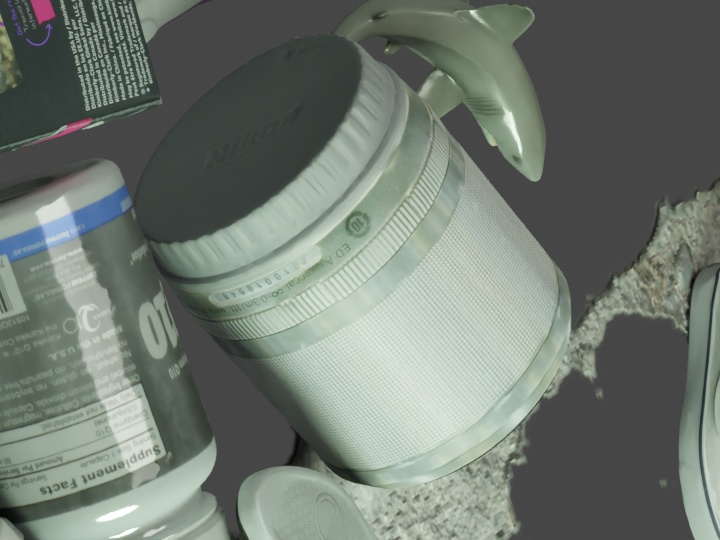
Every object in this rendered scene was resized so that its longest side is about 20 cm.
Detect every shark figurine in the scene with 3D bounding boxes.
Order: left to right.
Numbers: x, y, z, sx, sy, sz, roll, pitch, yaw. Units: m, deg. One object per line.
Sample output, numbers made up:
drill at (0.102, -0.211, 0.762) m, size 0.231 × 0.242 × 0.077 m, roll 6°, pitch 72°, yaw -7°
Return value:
shark figurine at (0.049, -0.130, 1.519) m, size 0.214 × 0.089 × 0.129 m, roll 10°, pitch 73°, yaw -49°

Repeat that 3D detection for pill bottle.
pill bottle at (-0.133, 0.059, 1.250) m, size 0.114 × 0.114 × 0.201 m, roll -29°, pitch 104°, yaw -47°

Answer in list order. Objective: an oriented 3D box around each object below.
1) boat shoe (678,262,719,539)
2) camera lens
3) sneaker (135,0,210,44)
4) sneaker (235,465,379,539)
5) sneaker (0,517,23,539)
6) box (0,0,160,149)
boat shoe at (0.249, 0.089, 1.708) m, size 0.072 × 0.066 × 0.201 m, roll 25°, pitch 63°, yaw -43°
camera lens at (0.000, 0.000, 1.377) m, size 0.200 × 0.160 × 0.160 m, roll 49°, pitch 49°, yaw -30°
sneaker at (-0.110, -0.170, 1.354) m, size 0.200 × 0.075 × 0.100 m, roll -43°, pitch 114°, yaw -44°
sneaker at (-0.038, 0.155, 1.335) m, size 0.200 × 0.099 × 0.071 m, roll 43°, pitch 42°, yaw -55°
sneaker at (-0.209, 0.139, 1.189) m, size 0.200 × 0.075 × 0.115 m, roll 55°, pitch 51°, yaw -11°
box at (-0.205, -0.094, 1.184) m, size 0.200 × 0.122 × 0.106 m, roll -20°, pitch 98°, yaw -48°
